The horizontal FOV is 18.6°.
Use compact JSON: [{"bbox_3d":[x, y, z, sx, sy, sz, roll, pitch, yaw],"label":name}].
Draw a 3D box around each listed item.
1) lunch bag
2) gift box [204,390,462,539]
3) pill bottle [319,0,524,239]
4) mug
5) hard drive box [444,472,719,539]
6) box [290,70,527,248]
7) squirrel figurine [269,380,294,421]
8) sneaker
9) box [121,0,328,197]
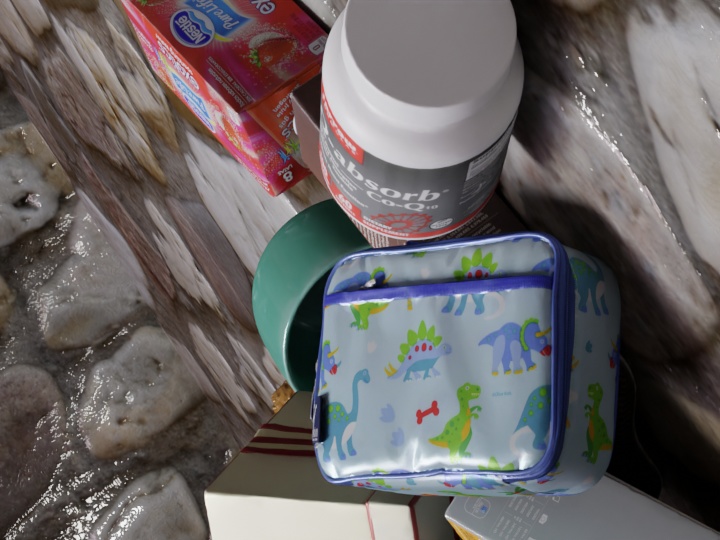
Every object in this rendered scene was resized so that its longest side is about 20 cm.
[{"bbox_3d":[0.062,0.057,1.365,0.199,0.162,0.082,-4,166,40],"label":"lunch bag"},{"bbox_3d":[0.021,0.202,1.565,0.185,0.185,0.201,1,119,26],"label":"gift box"},{"bbox_3d":[0.034,-0.101,1.267,0.116,0.115,0.200,53,168,13],"label":"pill bottle"},{"bbox_3d":[0.004,0.009,1.674,0.152,0.185,0.114,36,-171,-33],"label":"mug"},{"bbox_3d":[0.172,0.195,1.414,0.199,0.077,0.156,26,165,30],"label":"hard drive box"},{"bbox_3d":[0.038,-0.048,1.513,0.200,0.075,0.100,50,168,21],"label":"box"},{"bbox_3d":[0.003,0.180,2.148,0.187,0.141,0.200,45,168,19],"label":"squirrel figurine"},{"bbox_3d":[0.140,0.095,1.477,0.085,0.073,0.201,43,164,39],"label":"sneaker"},{"bbox_3d":[-0.091,-0.162,1.667,0.200,0.095,0.100,47,166,39],"label":"box"}]
